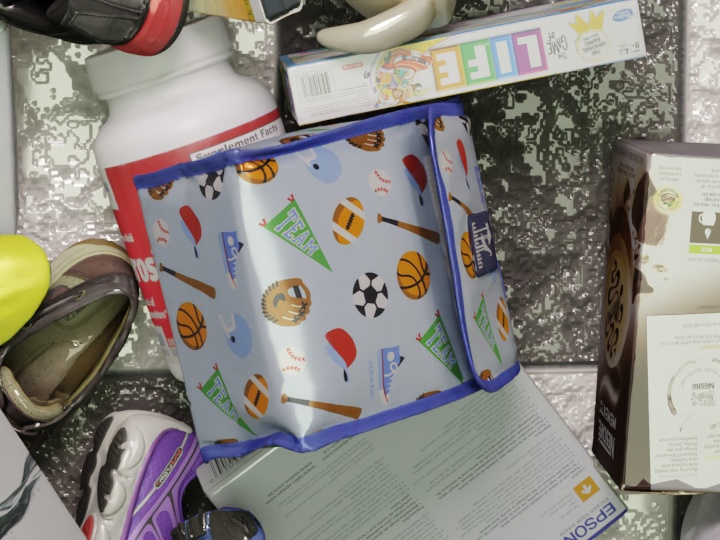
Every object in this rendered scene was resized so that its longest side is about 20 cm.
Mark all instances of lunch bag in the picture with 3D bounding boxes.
[{"bbox_3d":[0.000,0.000,1.243,0.200,0.124,0.170,-14,94,-39],"label":"lunch bag"}]

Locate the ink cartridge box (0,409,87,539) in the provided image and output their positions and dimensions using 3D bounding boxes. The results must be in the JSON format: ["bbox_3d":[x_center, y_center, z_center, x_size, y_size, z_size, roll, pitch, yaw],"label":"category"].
[{"bbox_3d":[-0.241,0.166,1.273,0.146,0.083,0.200,-26,103,25],"label":"ink cartridge box"}]

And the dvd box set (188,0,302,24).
[{"bbox_3d":[-0.118,-0.215,1.248,0.029,0.200,0.146,-31,119,-29],"label":"dvd box set"}]

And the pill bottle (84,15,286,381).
[{"bbox_3d":[-0.090,-0.044,1.325,0.112,0.112,0.200,-19,98,-1],"label":"pill bottle"}]

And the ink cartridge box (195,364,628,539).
[{"bbox_3d":[0.034,0.134,1.385,0.196,0.043,0.200,-37,120,1],"label":"ink cartridge box"}]

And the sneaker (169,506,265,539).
[{"bbox_3d":[-0.072,0.204,1.353,0.078,0.075,0.200,-15,144,-19],"label":"sneaker"}]

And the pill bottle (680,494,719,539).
[{"bbox_3d":[0.308,0.182,1.385,0.200,0.114,0.114,32,94,-8],"label":"pill bottle"}]

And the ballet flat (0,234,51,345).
[{"bbox_3d":[-0.275,0.035,1.316,0.200,0.067,0.067,-23,80,17],"label":"ballet flat"}]

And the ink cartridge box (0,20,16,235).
[{"bbox_3d":[-0.301,-0.071,1.318,0.196,0.043,0.200,2,129,-5],"label":"ink cartridge box"}]

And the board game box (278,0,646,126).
[{"bbox_3d":[0.055,-0.125,1.314,0.200,0.134,0.034,-11,99,-2],"label":"board game box"}]

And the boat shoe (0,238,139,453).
[{"bbox_3d":[-0.204,0.069,1.348,0.073,0.065,0.200,33,100,-21],"label":"boat shoe"}]

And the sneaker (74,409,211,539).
[{"bbox_3d":[-0.141,0.186,1.375,0.083,0.081,0.200,16,102,-23],"label":"sneaker"}]

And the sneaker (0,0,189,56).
[{"bbox_3d":[-0.185,-0.182,1.238,0.200,0.098,0.071,37,115,34],"label":"sneaker"}]

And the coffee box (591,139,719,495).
[{"bbox_3d":[0.192,0.026,1.355,0.080,0.113,0.200,3,97,-5],"label":"coffee box"}]

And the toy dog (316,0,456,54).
[{"bbox_3d":[-0.021,-0.216,1.290,0.200,0.140,0.194,19,77,17],"label":"toy dog"}]
